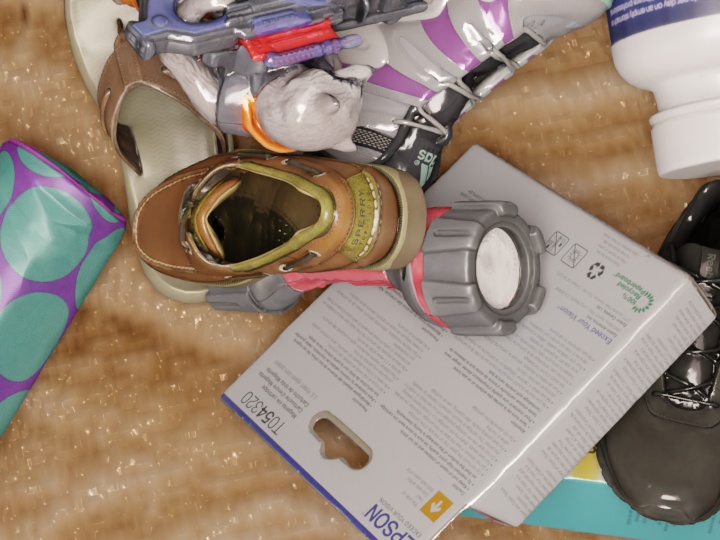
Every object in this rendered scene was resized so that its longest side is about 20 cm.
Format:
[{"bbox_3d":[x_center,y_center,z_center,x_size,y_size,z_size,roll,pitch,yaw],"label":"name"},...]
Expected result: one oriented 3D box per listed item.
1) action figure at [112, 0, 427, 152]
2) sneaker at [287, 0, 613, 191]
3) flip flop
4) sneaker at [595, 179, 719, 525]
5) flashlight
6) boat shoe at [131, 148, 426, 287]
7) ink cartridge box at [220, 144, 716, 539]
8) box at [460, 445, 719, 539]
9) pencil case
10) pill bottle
[{"bbox_3d":[-0.036,-0.126,1.138,0.199,0.105,0.194,-10,42,-19],"label":"action figure"},{"bbox_3d":[0.043,-0.084,1.183,0.199,0.078,0.140,-10,74,29],"label":"sneaker"},{"bbox_3d":[-0.110,-0.081,1.226,0.081,0.058,0.201,-13,86,2],"label":"flip flop"},{"bbox_3d":[0.166,0.036,1.145,0.076,0.091,0.200,10,51,4],"label":"sneaker"},{"bbox_3d":[0.000,0.000,1.150,0.200,0.068,0.068,-2,91,42],"label":"flashlight"},{"bbox_3d":[-0.059,-0.030,1.123,0.200,0.068,0.072,-7,83,46],"label":"boat shoe"},{"bbox_3d":[0.050,0.045,1.145,0.200,0.196,0.043,-45,128,-5],"label":"ink cartridge box"},{"bbox_3d":[0.124,0.092,1.188,0.199,0.049,0.082,6,51,4],"label":"box"},{"bbox_3d":[-0.208,0.031,1.212,0.085,0.092,0.200,34,87,-37],"label":"pencil case"},{"bbox_3d":[0.186,-0.154,1.183,0.119,0.120,0.201,-8,86,3],"label":"pill bottle"}]
